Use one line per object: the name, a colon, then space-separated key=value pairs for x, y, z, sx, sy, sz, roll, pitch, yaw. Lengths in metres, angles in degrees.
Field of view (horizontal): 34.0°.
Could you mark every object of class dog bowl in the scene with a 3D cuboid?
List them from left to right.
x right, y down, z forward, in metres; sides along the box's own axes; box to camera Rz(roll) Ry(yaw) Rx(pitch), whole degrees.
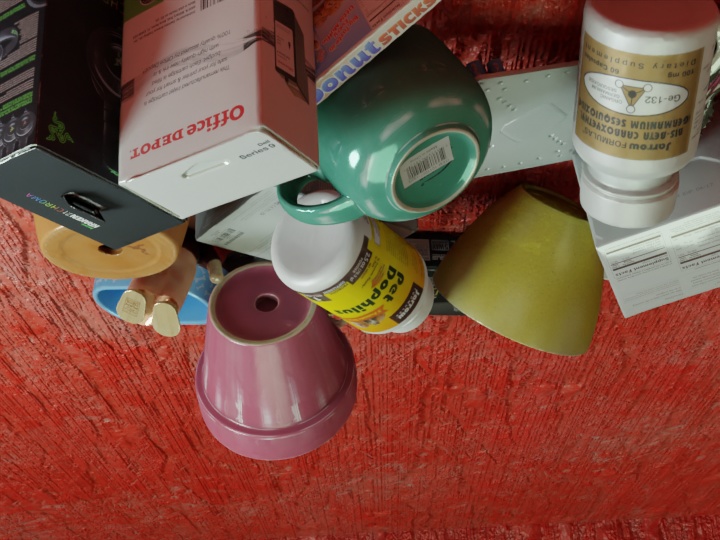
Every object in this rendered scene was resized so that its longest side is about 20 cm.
dog bowl: x=-0.251 y=0.025 z=1.471 sx=0.198 sy=0.050 sz=0.112 roll=-2 pitch=147 yaw=30

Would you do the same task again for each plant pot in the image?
plant pot: x=-0.251 y=-0.082 z=1.190 sx=0.198 sy=0.141 sz=0.200 roll=-2 pitch=155 yaw=-1
plant pot: x=-0.107 y=0.095 z=1.405 sx=0.198 sy=0.201 sz=0.180 roll=-4 pitch=138 yaw=2
plant pot: x=0.201 y=-0.015 z=1.354 sx=0.199 sy=0.200 sz=0.143 roll=13 pitch=110 yaw=-31

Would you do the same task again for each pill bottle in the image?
pill bottle: x=0.000 y=0.000 z=1.250 sx=0.108 sy=0.110 sz=0.200 roll=-16 pitch=153 yaw=27
pill bottle: x=0.247 y=-0.144 z=1.046 sx=0.113 sy=0.115 sz=0.201 roll=-3 pitch=127 yaw=-1

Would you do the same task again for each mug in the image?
mug: x=0.031 y=-0.106 z=1.020 sx=0.151 sy=0.115 sz=0.186 roll=2 pitch=128 yaw=-38

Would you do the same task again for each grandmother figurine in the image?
grandmother figurine: x=-0.208 y=-0.014 z=1.302 sx=0.121 sy=0.201 sz=0.061 roll=28 pitch=126 yaw=-6

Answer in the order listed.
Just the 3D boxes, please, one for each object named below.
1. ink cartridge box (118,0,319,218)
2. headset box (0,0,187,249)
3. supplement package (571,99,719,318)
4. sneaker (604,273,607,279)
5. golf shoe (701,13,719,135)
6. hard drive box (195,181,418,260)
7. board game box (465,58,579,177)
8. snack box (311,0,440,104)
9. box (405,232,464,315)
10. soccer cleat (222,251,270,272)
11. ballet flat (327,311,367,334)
ink cartridge box: x=-0.116 y=-0.160 z=0.955 sx=0.145 sy=0.202 sz=0.084 roll=-17 pitch=152 yaw=28
headset box: x=-0.236 y=-0.134 z=1.004 sx=0.092 sy=0.202 sz=0.174 roll=-18 pitch=151 yaw=30
supplement package: x=0.336 y=-0.069 z=1.203 sx=0.198 sy=0.157 sz=0.111 roll=-19 pitch=130 yaw=15
sneaker: x=0.328 y=-0.034 z=1.452 sx=0.114 sy=0.074 sz=0.200 roll=0 pitch=165 yaw=-11
golf shoe: x=0.306 y=-0.178 z=1.124 sx=0.087 sy=0.078 sz=0.200 roll=11 pitch=143 yaw=-29
hard drive box: x=-0.060 y=-0.072 z=1.309 sx=0.199 sy=0.077 sz=0.155 roll=16 pitch=149 yaw=-36
board game box: x=0.166 y=-0.155 z=1.159 sx=0.198 sy=0.026 sz=0.200 roll=-12 pitch=159 yaw=-19
snack box: x=-0.021 y=-0.191 z=0.972 sx=0.200 sy=0.072 sz=0.024 roll=-38 pitch=143 yaw=17
box: x=0.128 y=0.008 z=1.537 sx=0.198 sy=0.050 sz=0.158 roll=2 pitch=155 yaw=-9
soccer cleat: x=-0.076 y=-0.004 z=1.482 sx=0.198 sy=0.071 sz=0.086 roll=-3 pitch=165 yaw=15
ballet flat: x=-0.003 y=0.049 z=1.514 sx=0.199 sy=0.064 sz=0.076 roll=8 pitch=147 yaw=37
